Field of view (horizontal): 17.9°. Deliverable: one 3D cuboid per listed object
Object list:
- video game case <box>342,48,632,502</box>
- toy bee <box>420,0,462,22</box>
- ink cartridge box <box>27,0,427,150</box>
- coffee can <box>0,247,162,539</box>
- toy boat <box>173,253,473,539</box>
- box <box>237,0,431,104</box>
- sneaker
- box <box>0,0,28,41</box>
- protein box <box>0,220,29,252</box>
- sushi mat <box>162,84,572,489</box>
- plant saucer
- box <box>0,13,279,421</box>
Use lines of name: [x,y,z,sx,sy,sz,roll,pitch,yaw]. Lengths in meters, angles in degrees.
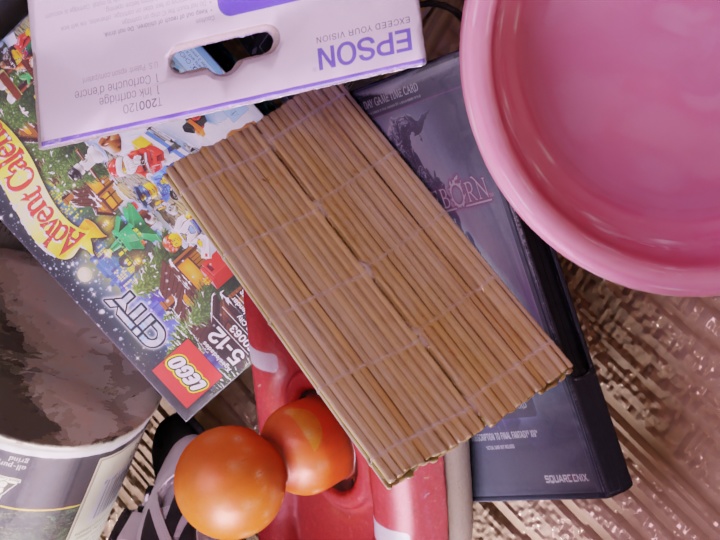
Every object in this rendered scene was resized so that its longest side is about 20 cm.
video game case: [0.048,0.007,1.034,0.143,0.019,0.202,-12,97,63]
toy bee: [0.096,-0.128,1.003,0.130,0.109,0.201,20,123,-6]
ink cartridge box: [-0.064,-0.167,1.040,0.196,0.043,0.202,-10,80,21]
coffee can: [-0.201,0.110,1.201,0.146,0.146,0.201,48,130,30]
toy boat: [-0.028,0.085,1.059,0.130,0.130,0.202,29,132,48]
box: [-0.006,-0.202,1.127,0.200,0.048,0.159,-53,59,27]
sneaker: [-0.101,0.147,1.137,0.201,0.088,0.075,-107,5,-52]
box: [-0.245,-0.150,1.121,0.124,0.200,0.098,40,138,8]
protein box: [-0.267,-0.081,1.227,0.200,0.199,0.135,65,147,20]
sushi mat: [0.000,0.000,0.998,0.200,0.095,0.012,53,163,31]
plant saucer: [0.137,-0.092,0.945,0.051,0.199,0.202,-123,42,-80]
box: [-0.102,-0.045,1.129,0.136,0.038,0.200,-41,96,14]
